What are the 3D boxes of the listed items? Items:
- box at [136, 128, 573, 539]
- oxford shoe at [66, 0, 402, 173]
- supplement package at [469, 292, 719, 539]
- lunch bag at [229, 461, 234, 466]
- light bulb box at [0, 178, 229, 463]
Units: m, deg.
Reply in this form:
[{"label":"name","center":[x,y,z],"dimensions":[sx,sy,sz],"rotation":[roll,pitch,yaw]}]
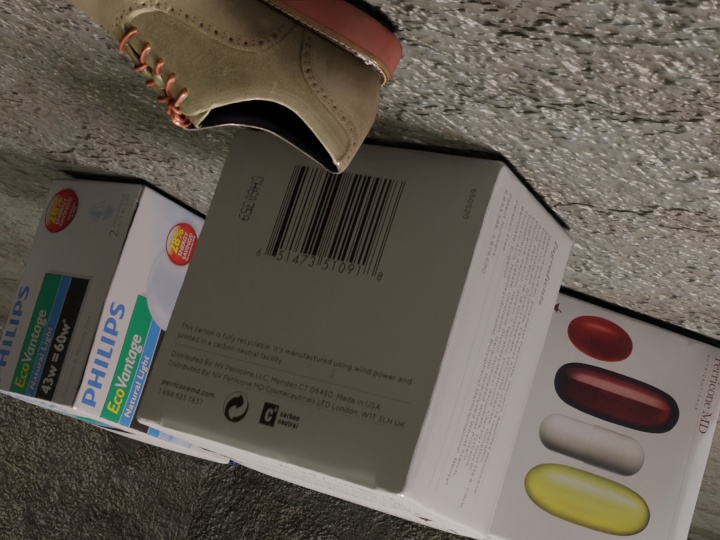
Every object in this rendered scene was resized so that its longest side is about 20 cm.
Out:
[{"label":"box","center":[0.000,0.036,0.797],"dimensions":[0.197,0.202,0.131],"rotation":[10,166,32]},{"label":"oxford shoe","center":[-0.081,-0.106,0.575],"dimensions":[0.198,0.076,0.070],"rotation":[20,169,-9]},{"label":"supplement package","center":[0.154,0.129,1.012],"dimensions":[0.198,0.193,0.147],"rotation":[18,169,-4]},{"label":"lunch bag","center":[-0.226,0.214,2.055],"dimensions":[0.123,0.172,0.200],"rotation":[16,168,31]},{"label":"light bulb box","center":[-0.194,0.046,1.150],"dimensions":[0.124,0.200,0.199],"rotation":[6,165,38]}]
